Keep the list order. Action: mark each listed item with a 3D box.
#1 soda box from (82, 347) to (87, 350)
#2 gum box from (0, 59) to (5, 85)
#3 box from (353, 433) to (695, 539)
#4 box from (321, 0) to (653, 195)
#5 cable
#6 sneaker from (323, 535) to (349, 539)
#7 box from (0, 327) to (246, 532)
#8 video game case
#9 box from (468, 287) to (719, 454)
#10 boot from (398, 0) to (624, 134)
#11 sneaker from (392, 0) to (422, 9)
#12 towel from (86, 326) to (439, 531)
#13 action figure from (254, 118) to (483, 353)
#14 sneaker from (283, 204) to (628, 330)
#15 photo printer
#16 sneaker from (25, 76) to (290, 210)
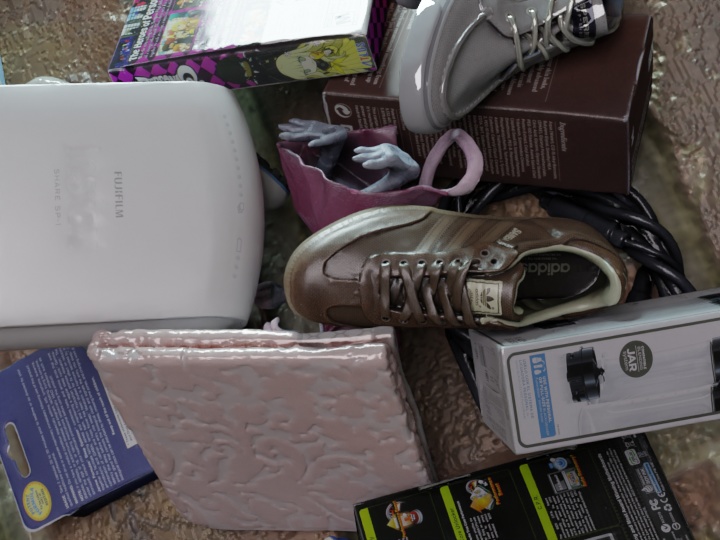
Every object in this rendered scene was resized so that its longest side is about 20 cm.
[{"bbox_3d":[-0.194,0.002,0.902,0.200,0.068,0.064,39,75,3],"label":"soda box"},{"bbox_3d":[-0.318,-0.164,0.981,0.044,0.170,0.202,-17,75,12],"label":"gum box"},{"bbox_3d":[0.110,0.203,0.784,0.191,0.048,0.201,-16,50,-4],"label":"box"},{"bbox_3d":[0.086,-0.117,0.886,0.198,0.075,0.101,7,51,19],"label":"box"},{"bbox_3d":[0.125,0.006,0.880,0.162,0.051,0.201,-26,73,10],"label":"cable"},{"bbox_3d":[0.057,0.206,0.851,0.198,0.075,0.089,-2,79,16],"label":"sneaker"},{"bbox_3d":[-0.167,0.091,0.961,0.199,0.032,0.122,-27,73,8],"label":"box"},{"bbox_3d":[-0.065,-0.201,0.932,0.179,0.036,0.201,-5,46,15],"label":"video game case"},{"bbox_3d":[0.172,0.052,0.789,0.198,0.117,0.061,-10,94,-5],"label":"box"},{"bbox_3d":[0.101,-0.154,0.816,0.095,0.074,0.201,10,51,28],"label":"boot"},{"bbox_3d":[0.042,-0.259,0.907,0.111,0.078,0.200,31,54,8],"label":"sneaker"},{"bbox_3d":[-0.052,0.102,0.847,0.189,0.201,0.032,-2,49,14],"label":"towel"},{"bbox_3d":[0.000,0.000,0.884,0.147,0.134,0.202,-9,118,-6],"label":"action figure"},{"bbox_3d":[0.057,0.001,0.775,0.198,0.076,0.071,-7,105,-11],"label":"sneaker"},{"bbox_3d":[-0.159,-0.036,0.843,0.198,0.069,0.168,-2,76,-9],"label":"photo printer"},{"bbox_3d":[-0.145,-0.072,0.927,0.198,0.072,0.073,17,78,0],"label":"sneaker"}]
